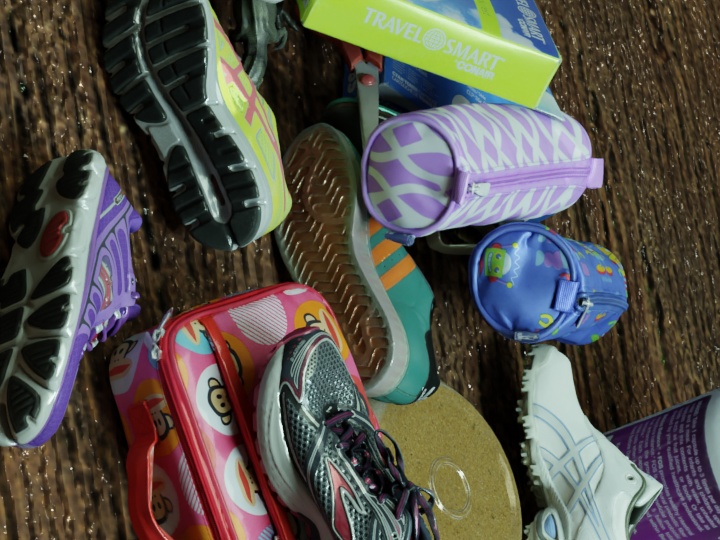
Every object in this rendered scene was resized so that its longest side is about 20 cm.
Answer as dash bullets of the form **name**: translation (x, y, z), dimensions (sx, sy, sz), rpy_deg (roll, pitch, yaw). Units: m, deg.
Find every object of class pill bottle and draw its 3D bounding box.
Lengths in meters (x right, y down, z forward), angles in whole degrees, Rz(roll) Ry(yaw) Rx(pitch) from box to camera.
- **pill bottle**: translation (0.246, 0.145, 1.560), dimensions (0.112, 0.200, 0.113), rpy_deg (27, 50, -39)

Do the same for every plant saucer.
- **plant saucer**: translation (0.048, 0.148, 1.455), dimensions (0.200, 0.035, 0.201), rpy_deg (28, 51, -40)

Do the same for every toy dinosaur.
- **toy dinosaur**: translation (-0.070, -0.198, 1.477), dimensions (0.088, 0.047, 0.201), rpy_deg (30, 58, -84)

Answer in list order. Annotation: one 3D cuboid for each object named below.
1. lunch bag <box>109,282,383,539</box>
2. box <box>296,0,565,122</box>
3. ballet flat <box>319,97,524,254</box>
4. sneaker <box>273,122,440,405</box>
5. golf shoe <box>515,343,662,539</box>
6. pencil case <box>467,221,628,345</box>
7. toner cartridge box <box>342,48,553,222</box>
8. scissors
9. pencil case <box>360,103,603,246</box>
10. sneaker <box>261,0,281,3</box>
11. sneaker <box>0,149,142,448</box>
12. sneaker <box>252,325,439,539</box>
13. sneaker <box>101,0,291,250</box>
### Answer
- **lunch bag**: translation (-0.067, 0.116, 1.301), dimensions (0.176, 0.082, 0.201), rpy_deg (-16, 85, -48)
- **box**: translation (0.050, -0.177, 1.509), dimensions (0.199, 0.048, 0.122), rpy_deg (19, 28, -19)
- **ballet flat**: translation (0.049, -0.055, 1.550), dimensions (0.200, 0.068, 0.069), rpy_deg (25, 60, -40)
- **sneaker**: translation (0.000, 0.000, 1.452), dimensions (0.080, 0.071, 0.201), rpy_deg (26, 43, -52)
- **golf shoe**: translation (0.159, 0.142, 1.530), dimensions (0.078, 0.097, 0.201), rpy_deg (62, 21, -62)
- **pencil case**: translation (0.135, 0.012, 1.547), dimensions (0.078, 0.087, 0.200), rpy_deg (-68, 164, 4)
- **toner cartridge box**: translation (0.071, -0.118, 1.630), dimensions (0.200, 0.043, 0.095), rpy_deg (31, 46, -36)
- **scissors**: translation (0.010, -0.137, 1.509), dimensions (0.073, 0.014, 0.200), rpy_deg (-9, 44, -14)
- **pencil case**: translation (0.080, -0.069, 1.468), dimensions (0.200, 0.085, 0.084), rpy_deg (-13, 106, -57)
- **sneaker**: translation (-0.105, -0.260, 1.407), dimensions (0.200, 0.100, 0.078), rpy_deg (37, 13, 9)
- **sneaker**: translation (-0.158, 0.020, 1.245), dimensions (0.083, 0.080, 0.201), rpy_deg (45, 40, -33)
- **sneaker**: translation (0.003, 0.125, 1.253), dimensions (0.080, 0.074, 0.201), rpy_deg (-21, 91, -50)
- **sneaker**: translation (-0.099, -0.107, 1.402), dimensions (0.090, 0.078, 0.201), rpy_deg (-6, 77, -65)
